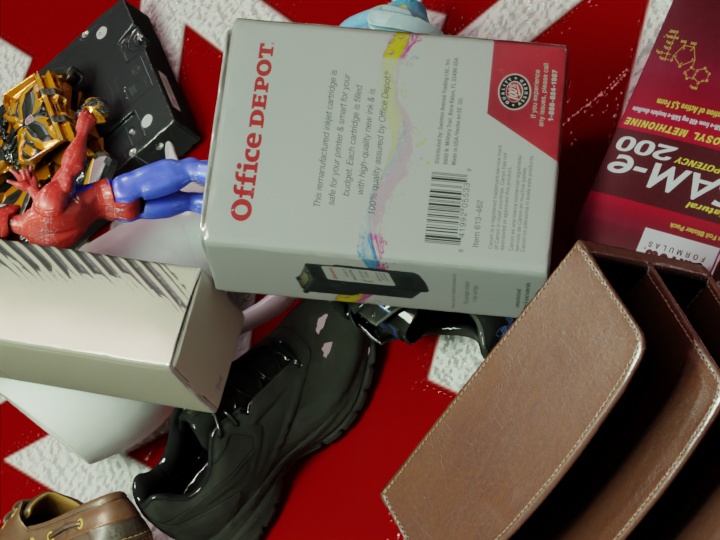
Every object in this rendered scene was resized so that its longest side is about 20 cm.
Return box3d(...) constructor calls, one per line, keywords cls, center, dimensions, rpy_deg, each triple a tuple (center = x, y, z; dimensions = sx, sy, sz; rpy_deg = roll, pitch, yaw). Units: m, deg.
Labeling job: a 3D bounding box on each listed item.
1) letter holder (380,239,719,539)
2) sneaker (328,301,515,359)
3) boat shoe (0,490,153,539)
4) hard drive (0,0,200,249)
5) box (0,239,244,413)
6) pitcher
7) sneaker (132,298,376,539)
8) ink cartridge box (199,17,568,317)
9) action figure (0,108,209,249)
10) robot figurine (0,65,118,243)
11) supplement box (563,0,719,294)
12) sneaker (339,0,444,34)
box3d(cls="letter holder", center=(0.125, 0.108, 1.254), dimensions=(0.200, 0.100, 0.142), rpy_deg=(-54, 46, 29))
box3d(cls="sneaker", center=(0.000, 0.000, 1.429), dimensions=(0.199, 0.070, 0.078), rpy_deg=(10, 68, 14))
box3d(cls="boat shoe", center=(-0.194, 0.174, 1.506), dimensions=(0.200, 0.072, 0.068), rpy_deg=(-11, 93, 52))
box3d(cls="hard drive", center=(-0.214, -0.085, 1.707), dimensions=(0.200, 0.038, 0.140), rpy_deg=(-39, 49, 15))
box3d(cls="box", center=(-0.179, 0.030, 1.437), dimensions=(0.199, 0.082, 0.069), rpy_deg=(8, 70, 21))
box3d(cls="pitcher", center=(-0.132, 0.032, 1.525), dimensions=(0.200, 0.121, 0.171), rpy_deg=(-52, 40, -9))
box3d(cls="sneaker", center=(-0.065, 0.088, 1.461), dimensions=(0.076, 0.091, 0.200), rpy_deg=(30, 86, 44))
box3d(cls="ink cartridge box", center=(0.016, -0.060, 1.373), dimensions=(0.199, 0.083, 0.146), rpy_deg=(6, 70, 4))
box3d(cls="action figure", center=(-0.148, -0.065, 1.482), dimensions=(0.199, 0.065, 0.099), rpy_deg=(-14, 52, -17))
box3d(cls="robot figurine", center=(-0.257, -0.059, 1.662), dimensions=(0.200, 0.058, 0.145), rpy_deg=(-40, 50, 17))
box3d(cls="supplement box", center=(0.208, -0.078, 1.348), dimensions=(0.109, 0.061, 0.200), rpy_deg=(17, 80, 42))
box3d(cls="sneaker", center=(0.037, -0.106, 1.490), dimensions=(0.200, 0.080, 0.131), rpy_deg=(22, 78, 37))
